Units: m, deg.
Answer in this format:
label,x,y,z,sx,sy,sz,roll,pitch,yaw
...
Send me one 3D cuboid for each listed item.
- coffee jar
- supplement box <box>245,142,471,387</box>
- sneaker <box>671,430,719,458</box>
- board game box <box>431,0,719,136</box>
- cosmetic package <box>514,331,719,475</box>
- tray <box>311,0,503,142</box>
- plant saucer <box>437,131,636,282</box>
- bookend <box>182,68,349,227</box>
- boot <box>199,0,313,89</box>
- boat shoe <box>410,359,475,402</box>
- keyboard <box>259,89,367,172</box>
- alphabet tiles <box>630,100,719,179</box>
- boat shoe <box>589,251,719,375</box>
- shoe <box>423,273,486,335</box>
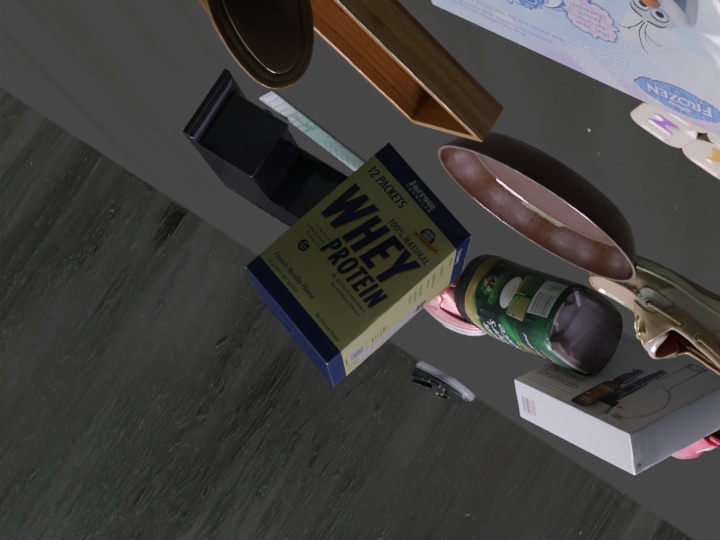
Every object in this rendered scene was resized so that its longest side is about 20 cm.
label,x,y,z,sx,sy,sz,roll,pitch,yaw
coffee jar,0.190,0.045,1.503,0.104,0.086,0.199,32,176,-30
supplement box,0.000,0.000,1.476,0.135,0.199,0.200,48,173,9
sneaker,0.393,0.188,1.592,0.086,0.074,0.200,28,171,31
board game box,0.094,-0.163,0.636,0.199,0.044,0.199,31,167,29
cosmetic package,0.280,0.134,1.439,0.199,0.149,0.052,22,128,58
tray,0.014,-0.176,1.028,0.199,0.037,0.098,38,172,-35
plant saucer,0.157,-0.060,1.160,0.199,0.035,0.200,35,173,5
bookend,-0.088,-0.123,1.646,0.197,0.093,0.200,32,172,17
boot,-0.111,-0.214,0.991,0.201,0.076,0.155,55,164,-7
boat shoe,0.195,0.275,3.237,0.199,0.057,0.069,27,171,48
keyboard,-0.031,-0.144,1.574,0.199,0.011,0.056,36,173,-16
alphabet tiles,0.227,-0.079,0.765,0.199,0.015,0.196,35,174,0
boat shoe,0.272,0.046,1.184,0.199,0.070,0.074,29,172,40
shoe,0.095,0.016,1.821,0.199,0.072,0.091,37,180,14
